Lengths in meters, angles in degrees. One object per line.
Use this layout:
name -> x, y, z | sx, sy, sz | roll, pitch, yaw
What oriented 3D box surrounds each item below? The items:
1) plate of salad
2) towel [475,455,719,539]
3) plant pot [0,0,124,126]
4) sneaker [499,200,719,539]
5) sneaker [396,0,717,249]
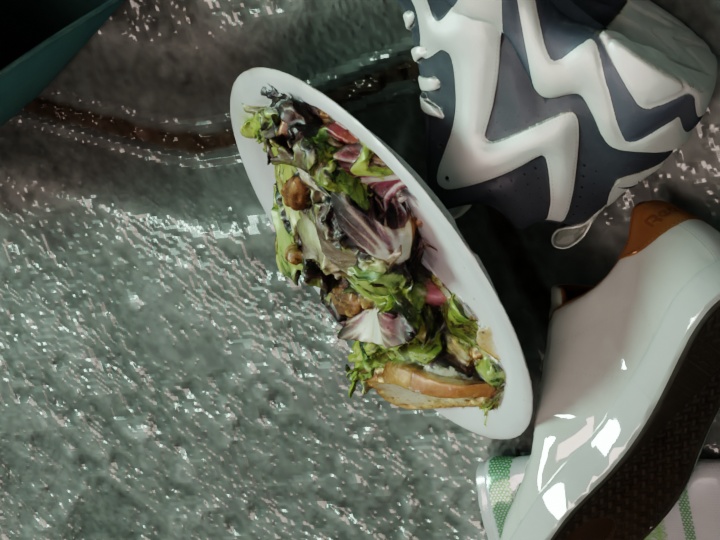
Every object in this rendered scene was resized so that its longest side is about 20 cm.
plate of salad -> 0.000, 0.000, 0.950 | 0.200, 0.048, 0.200 | 46, 162, 20
towel -> 0.154, 0.156, 1.000 | 0.199, 0.031, 0.150 | -1, 115, 32
plant pot -> -0.236, -0.107, 1.034 | 0.142, 0.141, 0.200 | 48, 137, 0
sneaker -> 0.107, 0.058, 0.952 | 0.085, 0.072, 0.201 | 50, 124, 37
sneaker -> 0.038, -0.086, 0.906 | 0.198, 0.080, 0.130 | 32, 120, 1
